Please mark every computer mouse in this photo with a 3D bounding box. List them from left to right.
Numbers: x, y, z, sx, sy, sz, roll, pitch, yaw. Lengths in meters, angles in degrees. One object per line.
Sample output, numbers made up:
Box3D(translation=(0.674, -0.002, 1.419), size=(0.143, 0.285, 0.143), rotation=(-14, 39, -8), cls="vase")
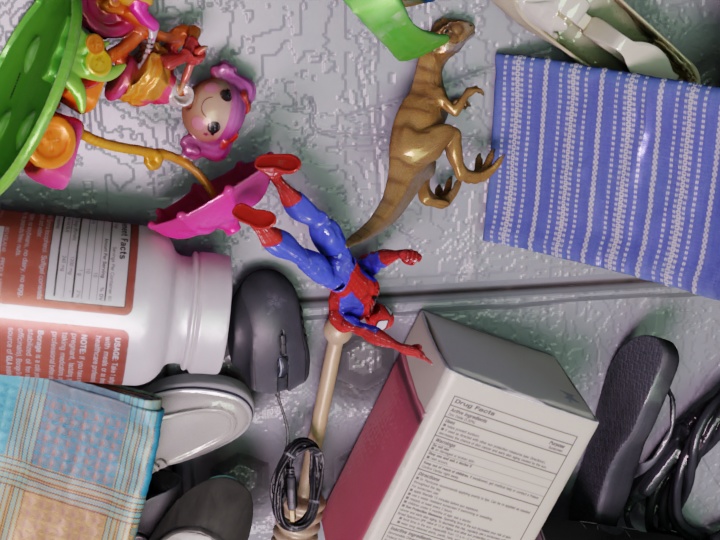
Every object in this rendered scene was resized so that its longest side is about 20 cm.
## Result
Box3D(translation=(-0.057, 0.098, 0.958), size=(0.059, 0.034, 0.200), rotation=(-15, 100, -26), cls="computer mouse")

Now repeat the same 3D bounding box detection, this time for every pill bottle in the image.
Box3D(translation=(-0.192, 0.020, 0.889), size=(0.200, 0.112, 0.112), rotation=(7, 111, -12), cls="pill bottle")

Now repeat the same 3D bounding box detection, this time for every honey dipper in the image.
Box3D(translation=(-0.035, 0.128, 1.003), size=(0.038, 0.038, 0.200), rotation=(7, 110, -12), cls="honey dipper")

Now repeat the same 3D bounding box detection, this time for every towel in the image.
Box3D(translation=(-0.227, 0.168, 0.918), size=(0.146, 0.022, 0.200), rotation=(14, 95, 5), cls="towel")
Box3D(translation=(0.175, -0.065, 0.894), size=(0.200, 0.024, 0.145), rotation=(16, 116, 32), cls="towel")

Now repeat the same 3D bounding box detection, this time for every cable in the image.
Box3D(translation=(0.322, 0.166, 1.070), size=(0.163, 0.051, 0.200), rotation=(28, 105, -19), cls="cable")

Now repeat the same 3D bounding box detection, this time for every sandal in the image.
Box3D(translation=(0.214, 0.134, 1.031), size=(0.043, 0.076, 0.200), rotation=(7, 122, -11), cls="sandal")

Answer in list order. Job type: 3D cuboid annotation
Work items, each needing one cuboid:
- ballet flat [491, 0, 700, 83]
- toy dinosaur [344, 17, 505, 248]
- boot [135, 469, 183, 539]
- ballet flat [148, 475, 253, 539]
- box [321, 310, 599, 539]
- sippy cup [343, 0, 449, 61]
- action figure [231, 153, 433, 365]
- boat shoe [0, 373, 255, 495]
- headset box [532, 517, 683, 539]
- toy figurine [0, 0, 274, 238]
Box3D(translation=(0.157, -0.174, 0.892), size=(0.200, 0.069, 0.070), rotation=(33, 104, -20), cls="ballet flat")
Box3D(translation=(0.038, -0.078, 0.897), size=(0.106, 0.060, 0.200), rotation=(34, 65, -35), cls="toy dinosaur")
Box3D(translation=(-0.131, 0.244, 1.025), size=(0.164, 0.066, 0.200), rotation=(-14, 109, -7), cls="boot")
Box3D(translation=(-0.143, 0.241, 0.950), size=(0.068, 0.068, 0.200), rotation=(34, 103, -14), cls="ballet flat")
Box3D(translation=(0.069, 0.153, 0.990), size=(0.128, 0.109, 0.200), rotation=(20, 107, -17), cls="box")
Box3D(translation=(0.009, -0.224, 0.799), size=(0.139, 0.130, 0.178), rotation=(17, 92, 28), cls="sippy cup")
Box3D(translation=(0.000, 0.000, 0.896), size=(0.065, 0.099, 0.200), rotation=(-65, 150, -17), cls="action figure")
Box3D(translation=(-0.174, 0.133, 0.958), size=(0.200, 0.070, 0.071), rotation=(-11, 123, -4), cls="boat shoe")
Box3D(translation=(0.168, 0.277, 1.034), size=(0.148, 0.075, 0.200), rotation=(13, 129, -26), cls="headset box")
Box3D(translation=(-0.137, -0.104, 0.860), size=(0.184, 0.150, 0.200), rotation=(24, 83, -32), cls="toy figurine")
